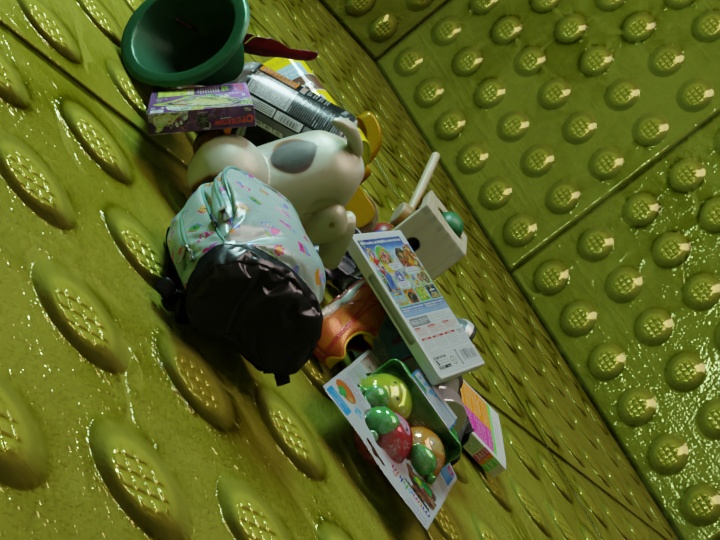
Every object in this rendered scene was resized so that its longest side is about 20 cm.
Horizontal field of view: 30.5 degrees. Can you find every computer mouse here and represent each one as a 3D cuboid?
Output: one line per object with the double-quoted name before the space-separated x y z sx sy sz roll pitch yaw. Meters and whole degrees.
"computer mouse" 0.000 0.000 1.740 0.198 0.034 0.059 20 20 -2

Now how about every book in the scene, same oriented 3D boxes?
"book" 0.136 0.196 1.922 0.200 0.048 0.134 48 15 -23

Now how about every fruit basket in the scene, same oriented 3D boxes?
"fruit basket" 0.043 0.177 1.454 0.186 0.093 0.200 54 10 3

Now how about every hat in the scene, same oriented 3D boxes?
"hat" -0.183 -0.258 1.694 0.176 0.197 0.168 58 35 -57

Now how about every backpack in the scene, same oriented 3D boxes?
"backpack" -0.114 -0.006 1.286 0.167 0.126 0.201 42 12 -33

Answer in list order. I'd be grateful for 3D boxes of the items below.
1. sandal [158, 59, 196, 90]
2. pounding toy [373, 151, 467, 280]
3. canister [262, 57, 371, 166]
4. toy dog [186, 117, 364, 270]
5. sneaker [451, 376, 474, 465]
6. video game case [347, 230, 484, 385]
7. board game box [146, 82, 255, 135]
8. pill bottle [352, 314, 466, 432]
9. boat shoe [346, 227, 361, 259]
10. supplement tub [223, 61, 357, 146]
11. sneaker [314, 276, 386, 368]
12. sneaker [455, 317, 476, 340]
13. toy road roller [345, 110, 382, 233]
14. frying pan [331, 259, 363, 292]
"sandal" -0.240 -0.274 1.770 0.081 0.054 0.200 54 11 6
"pounding toy" 0.084 -0.063 2.094 0.143 0.199 0.184 51 11 -6
"canister" -0.097 -0.209 1.917 0.201 0.147 0.087 54 -12 27
"toy dog" -0.102 -0.093 1.493 0.198 0.194 0.141 2 57 -32
"sneaker" 0.108 0.195 1.749 0.084 0.076 0.200 56 22 -16
"video game case" 0.066 0.041 1.590 0.201 0.018 0.143 58 24 12
"board game box" -0.185 -0.189 1.527 0.200 0.118 0.033 -114 -165 -74
"pill bottle" 0.058 0.121 1.647 0.109 0.108 0.201 42 14 -44
"boat shoe" -0.024 -0.035 1.897 0.072 0.068 0.200 54 10 5
"supplement tub" -0.114 -0.197 1.762 0.198 0.124 0.123 29 11 3
"sneaker" -0.003 0.058 1.593 0.077 0.073 0.200 52 43 0
"sneaker" 0.065 0.064 1.788 0.121 0.084 0.199 44 -24 -19
"toy road roller" -0.016 -0.154 2.028 0.201 0.145 0.123 57 -12 0
"frying pan" 0.004 0.024 1.865 0.190 0.114 0.031 123 -44 -55
